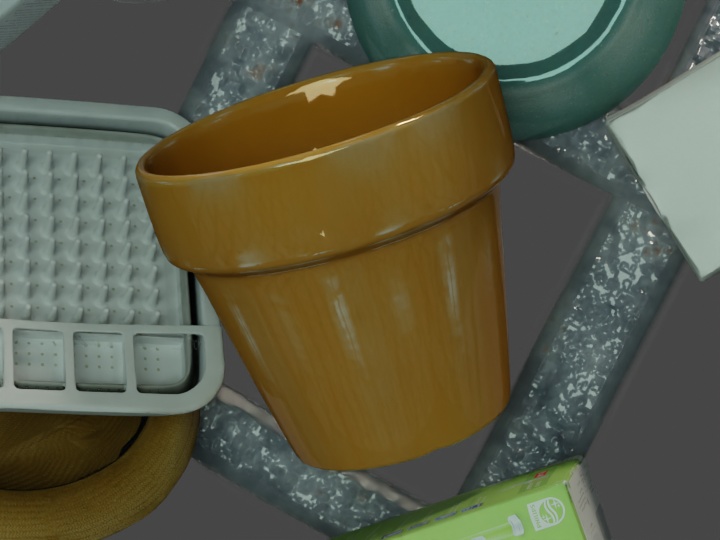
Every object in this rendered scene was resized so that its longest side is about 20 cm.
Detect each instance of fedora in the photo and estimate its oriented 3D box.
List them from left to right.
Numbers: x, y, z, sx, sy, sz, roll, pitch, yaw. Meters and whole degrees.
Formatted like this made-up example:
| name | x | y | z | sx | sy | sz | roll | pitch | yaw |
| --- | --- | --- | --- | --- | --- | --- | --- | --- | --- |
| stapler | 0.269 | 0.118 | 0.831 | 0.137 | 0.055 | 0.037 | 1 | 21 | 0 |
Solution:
| name | x | y | z | sx | sy | sz | roll | pitch | yaw |
| --- | --- | --- | --- | --- | --- | --- | --- | --- | --- |
| fedora | -0.192 | 0.085 | 1.233 | 0.200 | 0.082 | 0.201 | 8 | 59 | -13 |

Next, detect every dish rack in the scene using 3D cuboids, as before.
| name | x | y | z | sx | sy | sz | roll | pitch | yaw |
| --- | --- | --- | --- | --- | --- | --- | --- | --- | --- |
| dish rack | -0.167 | -0.003 | 1.217 | 0.171 | 0.044 | 0.201 | 3 | 60 | -15 |

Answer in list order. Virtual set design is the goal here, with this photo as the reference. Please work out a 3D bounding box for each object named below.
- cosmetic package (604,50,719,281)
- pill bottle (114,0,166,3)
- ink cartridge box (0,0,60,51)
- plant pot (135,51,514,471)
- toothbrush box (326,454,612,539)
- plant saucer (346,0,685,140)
| name | x | y | z | sx | sy | sz | roll | pitch | yaw |
| --- | --- | --- | --- | --- | --- | --- | --- | --- | --- |
| cosmetic package | 0.243 | -0.086 | 1.182 | 0.200 | 0.090 | 0.107 | -30 | 85 | 11 |
| pill bottle | -0.117 | -0.260 | 1.227 | 0.110 | 0.111 | 0.201 | -14 | 88 | 9 |
| ink cartridge box | -0.244 | -0.219 | 1.252 | 0.200 | 0.043 | 0.197 | -30 | 76 | 41 |
| plant pot | 0.000 | 0.000 | 1.176 | 0.200 | 0.200 | 0.184 | -14 | 105 | 9 |
| toothbrush box | 0.037 | 0.175 | 1.184 | 0.199 | 0.146 | 0.086 | -18 | 88 | 8 |
| plant saucer | 0.086 | -0.175 | 1.232 | 0.199 | 0.036 | 0.201 | 0 | 90 | 9 |
